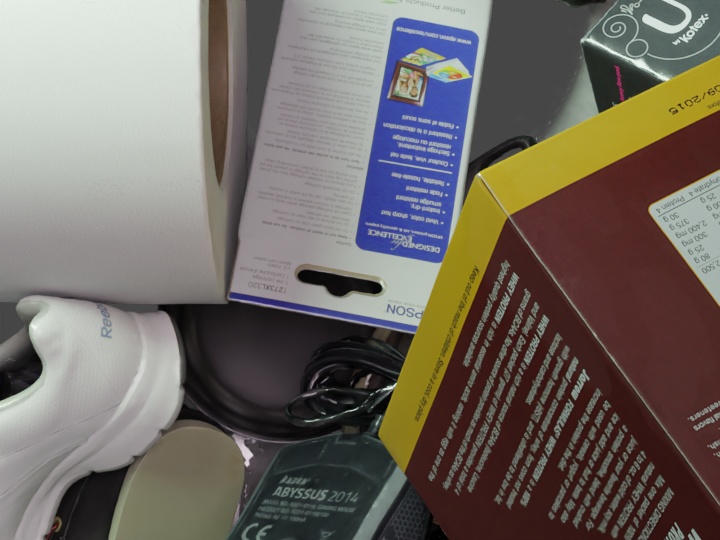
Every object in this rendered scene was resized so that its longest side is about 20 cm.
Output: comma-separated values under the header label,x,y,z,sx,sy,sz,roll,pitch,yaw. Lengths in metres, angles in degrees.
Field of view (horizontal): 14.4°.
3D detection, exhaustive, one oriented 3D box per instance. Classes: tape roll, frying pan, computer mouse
label,x,y,z,sx,sy,sz,roll,pitch,yaw
tape roll,-0.125,-0.088,1.212,0.138,0.203,0.204,1,84,3
frying pan,-0.015,-0.008,1.296,0.115,0.031,0.191,32,74,4
computer mouse,-0.007,0.119,1.176,0.200,0.138,0.053,-55,129,-26

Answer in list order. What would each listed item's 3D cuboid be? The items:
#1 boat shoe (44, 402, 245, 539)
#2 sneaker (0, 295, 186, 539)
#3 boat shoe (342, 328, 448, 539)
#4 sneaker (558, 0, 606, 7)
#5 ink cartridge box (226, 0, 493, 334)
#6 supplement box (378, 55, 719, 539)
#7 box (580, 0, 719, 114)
label,x,y,z,sx,sy,sz,roll,pitch,yaw
boat shoe,-0.115,0.152,1.264,0.073,0.063,0.202,21,95,-30
sneaker,-0.163,0.081,1.230,0.087,0.075,0.200,25,113,-38
boat shoe,0.032,0.099,1.254,0.074,0.073,0.201,16,90,-43
sneaker,0.071,-0.225,1.311,0.104,0.060,0.201,4,89,0
ink cartridge box,0.001,-0.055,1.260,0.094,0.037,0.201,10,55,-1
supplement box,0.129,0.067,1.037,0.132,0.198,0.200,-26,67,-24
box,0.184,-0.055,1.171,0.114,0.200,0.132,31,68,30
